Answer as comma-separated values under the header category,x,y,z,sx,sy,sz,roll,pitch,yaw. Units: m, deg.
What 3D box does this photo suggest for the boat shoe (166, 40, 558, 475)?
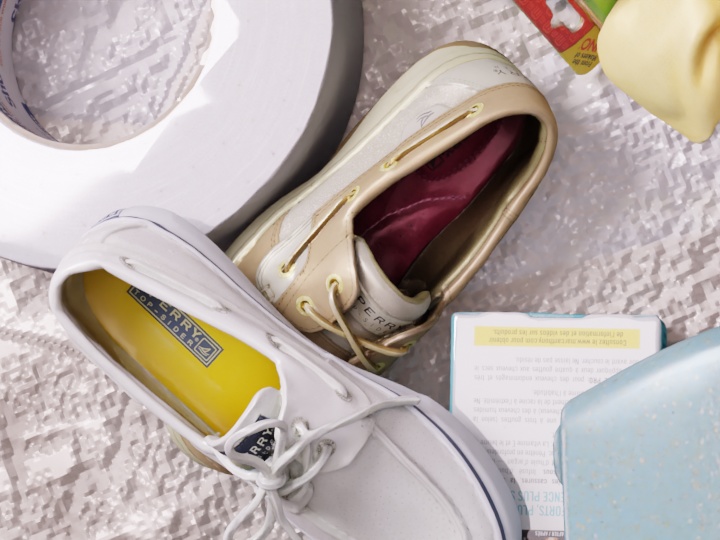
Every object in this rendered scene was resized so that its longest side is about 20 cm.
category,x,y,z,sx,sy,sz,roll,pitch,yaw
boat shoe,0.000,0.000,1.027,0.074,0.066,0.200,35,93,-28

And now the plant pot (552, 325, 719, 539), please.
category,x,y,z,sx,sy,sz,roll,pitch,yaw
plant pot,0.170,0.100,0.913,0.199,0.196,0.197,-3,86,10

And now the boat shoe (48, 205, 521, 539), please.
category,x,y,z,sx,sy,sz,roll,pitch,yaw
boat shoe,-0.031,0.057,0.966,0.202,0.086,0.075,42,113,1

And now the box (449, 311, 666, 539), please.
category,x,y,z,sx,sy,sz,roll,pitch,yaw
box,0.075,0.117,1.024,0.082,0.049,0.201,1,86,10

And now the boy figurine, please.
category,x,y,z,sx,sy,sz,roll,pitch,yaw
boy figurine,0.175,-0.118,0.966,0.200,0.124,0.064,-37,105,18

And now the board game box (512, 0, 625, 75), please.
category,x,y,z,sx,sy,sz,roll,pitch,yaw
board game box,0.144,-0.156,1.010,0.200,0.096,0.030,-43,58,6

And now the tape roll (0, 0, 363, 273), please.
category,x,y,z,sx,sy,sz,roll,pitch,yaw
tape roll,-0.101,-0.096,1.067,0.199,0.066,0.201,-1,85,10
